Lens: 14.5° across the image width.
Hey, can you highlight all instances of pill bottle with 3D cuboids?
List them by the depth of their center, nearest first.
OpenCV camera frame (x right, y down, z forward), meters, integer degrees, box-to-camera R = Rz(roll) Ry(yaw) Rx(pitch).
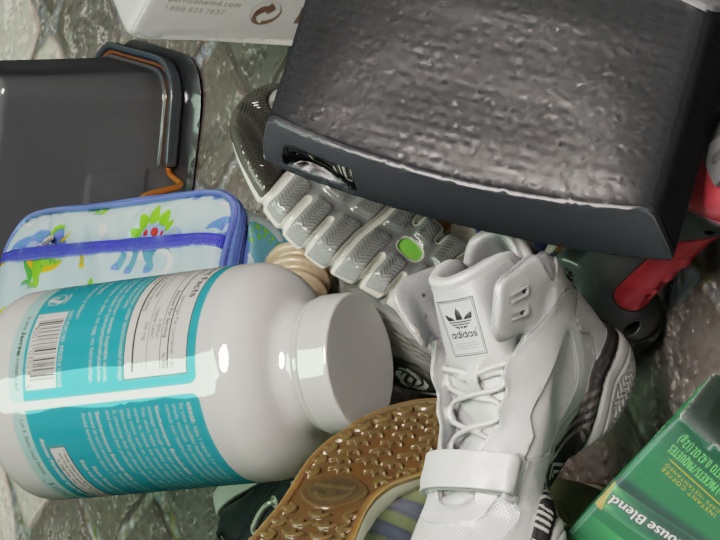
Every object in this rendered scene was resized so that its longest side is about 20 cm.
[{"bbox_3d":[-0.086,0.056,1.440,0.199,0.111,0.111,-6,83,29],"label":"pill bottle"}]

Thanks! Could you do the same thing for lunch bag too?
[{"bbox_3d":[-0.129,0.036,1.602,0.199,0.082,0.161,-2,68,41],"label":"lunch bag"}]

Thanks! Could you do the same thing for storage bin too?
[{"bbox_3d":[-0.191,-0.044,1.800,0.145,0.134,0.201,21,107,56],"label":"storage bin"}]

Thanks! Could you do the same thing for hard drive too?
[{"bbox_3d":[0.060,-0.088,1.279,0.199,0.042,0.135,14,80,18],"label":"hard drive"}]

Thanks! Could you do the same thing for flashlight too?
[{"bbox_3d":[0.153,-0.013,1.334,0.200,0.068,0.068,-50,52,50],"label":"flashlight"}]

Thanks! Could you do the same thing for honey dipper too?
[{"bbox_3d":[-0.027,-0.044,1.570,0.038,0.038,0.201,-51,22,44],"label":"honey dipper"}]

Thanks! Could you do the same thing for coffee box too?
[{"bbox_3d":[0.147,0.150,1.296,0.123,0.044,0.200,42,133,4],"label":"coffee box"}]

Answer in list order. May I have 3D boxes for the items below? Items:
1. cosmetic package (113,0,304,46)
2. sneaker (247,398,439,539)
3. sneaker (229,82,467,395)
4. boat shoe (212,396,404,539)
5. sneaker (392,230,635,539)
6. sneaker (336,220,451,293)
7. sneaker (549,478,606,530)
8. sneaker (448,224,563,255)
[{"bbox_3d":[-0.056,-0.250,1.568,0.167,0.167,0.200,-58,43,39],"label":"cosmetic package"},{"bbox_3d":[0.000,0.139,1.331,0.067,0.200,0.090,6,115,24],"label":"sneaker"},{"bbox_3d":[0.000,0.000,1.467,0.200,0.075,0.116,45,154,10],"label":"sneaker"},{"bbox_3d":[-0.024,0.126,1.597,0.200,0.075,0.061,131,132,-60],"label":"boat shoe"},{"bbox_3d":[0.050,0.067,1.280,0.075,0.115,0.200,-5,40,39],"label":"sneaker"},{"bbox_3d":[0.025,-0.063,1.536,0.080,0.071,0.201,-109,27,-62],"label":"sneaker"},{"bbox_3d":[0.062,0.125,1.423,0.200,0.090,0.067,33,115,53],"label":"sneaker"},{"bbox_3d":[0.075,-0.066,1.430,0.075,0.088,0.200,60,137,37],"label":"sneaker"}]
